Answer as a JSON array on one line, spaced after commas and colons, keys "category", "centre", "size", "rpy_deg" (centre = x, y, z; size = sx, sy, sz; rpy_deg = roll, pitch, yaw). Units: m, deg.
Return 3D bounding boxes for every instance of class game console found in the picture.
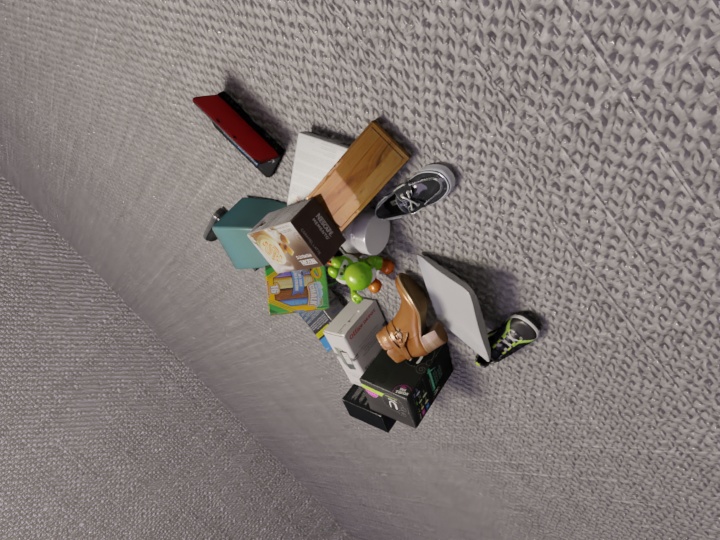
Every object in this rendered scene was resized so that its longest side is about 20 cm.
[{"category": "game console", "centre": [-0.286, -0.295, 1.242], "size": [0.200, 0.119, 0.172], "rpy_deg": [44, 147, -2]}]

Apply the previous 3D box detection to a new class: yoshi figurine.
[{"category": "yoshi figurine", "centre": [0.008, 0.012, 1.208], "size": [0.111, 0.199, 0.114], "rpy_deg": [-14, 80, 29]}]

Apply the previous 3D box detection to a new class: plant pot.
[{"category": "plant pot", "centre": [-0.245, -0.096, 1.415], "size": [0.199, 0.142, 0.142], "rpy_deg": [3, 132, 35]}]

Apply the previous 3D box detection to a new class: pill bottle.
[{"category": "pill bottle", "centre": [-0.041, -0.102, 1.208], "size": [0.199, 0.114, 0.115], "rpy_deg": [17, 140, 34]}]

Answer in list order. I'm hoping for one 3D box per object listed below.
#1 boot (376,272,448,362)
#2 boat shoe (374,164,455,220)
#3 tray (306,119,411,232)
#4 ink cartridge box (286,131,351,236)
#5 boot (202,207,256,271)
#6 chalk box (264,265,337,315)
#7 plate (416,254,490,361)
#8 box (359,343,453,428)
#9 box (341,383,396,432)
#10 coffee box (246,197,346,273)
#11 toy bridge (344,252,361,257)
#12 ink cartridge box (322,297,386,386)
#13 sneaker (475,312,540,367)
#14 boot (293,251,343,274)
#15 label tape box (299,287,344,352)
[{"category": "boot", "centre": [0.095, 0.119, 1.288], "size": [0.154, 0.074, 0.201], "rpy_deg": [-30, 89, 34]}, {"category": "boat shoe", "centre": [0.098, -0.143, 1.055], "size": [0.199, 0.068, 0.072], "rpy_deg": [-14, 119, 52]}, {"category": "tray", "centre": [-0.005, -0.179, 1.056], "size": [0.099, 0.037, 0.200], "rpy_deg": [43, 112, -2]}, {"category": "ink cartridge box", "centre": [-0.072, -0.173, 1.144], "size": [0.159, 0.047, 0.202], "rpy_deg": [24, 115, 26]}, {"category": "boot", "centre": [-0.374, -0.076, 1.648], "size": [0.200, 0.066, 0.165], "rpy_deg": [40, 149, -4]}, {"category": "chalk box", "centre": [-0.144, 0.047, 1.420], "size": [0.125, 0.198, 0.125], "rpy_deg": [137, 128, -79]}, {"category": "plate", "centre": [0.206, 0.072, 1.168], "size": [0.200, 0.032, 0.201], "rpy_deg": [43, 161, 54]}, {"category": "box", "centre": [0.119, 0.263, 1.378], "size": [0.148, 0.200, 0.125], "rpy_deg": [15, 139, 36]}, {"category": "box", "centre": [0.067, 0.326, 1.505], "size": [0.140, 0.200, 0.079], "rpy_deg": [10, 136, 41]}, {"category": "coffee box", "centre": [-0.136, -0.067, 1.131], "size": [0.199, 0.080, 0.115], "rpy_deg": [-6, 127, 53]}, {"category": "toy bridge", "centre": [-0.029, -0.052, 1.333], "size": [0.067, 0.027, 0.200], "rpy_deg": [43, 148, 1]}, {"category": "ink cartridge box", "centre": [0.006, 0.193, 1.468], "size": [0.084, 0.146, 0.201], "rpy_deg": [8, 134, 43]}, {"category": "sneaker", "centre": [0.310, 0.162, 1.167], "size": [0.072, 0.083, 0.200], "rpy_deg": [39, 147, 5]}, {"category": "boot", "centre": [-0.110, -0.022, 1.318], "size": [0.199, 0.075, 0.097], "rpy_deg": [33, 106, 3]}, {"category": "label tape box", "centre": [-0.110, 0.119, 1.558], "size": [0.200, 0.063, 0.144], "rpy_deg": [52, 148, 3]}]
